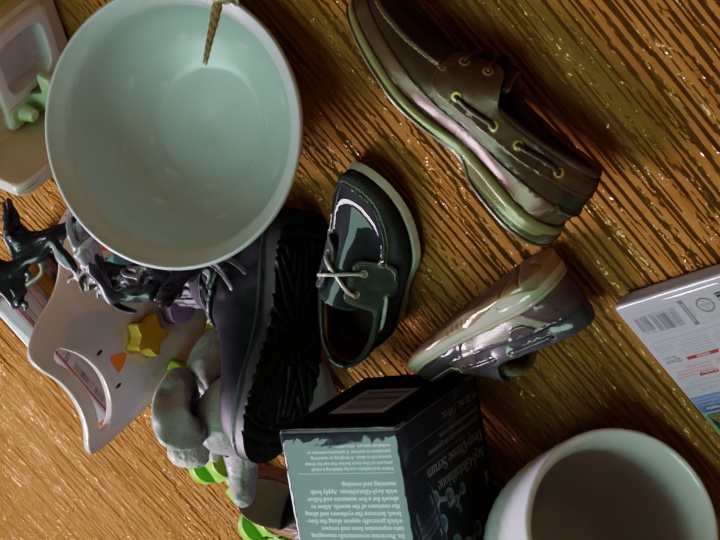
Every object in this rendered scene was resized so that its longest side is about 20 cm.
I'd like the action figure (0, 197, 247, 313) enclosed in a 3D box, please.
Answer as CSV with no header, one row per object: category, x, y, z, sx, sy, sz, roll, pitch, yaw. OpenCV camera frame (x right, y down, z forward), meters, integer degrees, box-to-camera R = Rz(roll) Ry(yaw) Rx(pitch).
action figure,-0.191,-0.022,1.328,0.198,0.119,0.103,-1,118,14

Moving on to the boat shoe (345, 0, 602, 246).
boat shoe,0.073,-0.109,1.090,0.200,0.072,0.068,49,118,6

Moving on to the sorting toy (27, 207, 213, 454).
sorting toy,-0.214,0.060,1.529,0.106,0.180,0.201,2,132,37

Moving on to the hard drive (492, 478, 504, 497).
hard drive,0.132,0.245,1.504,0.199,0.033,0.140,34,150,17

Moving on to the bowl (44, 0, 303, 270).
bowl,-0.122,-0.106,1.261,0.199,0.090,0.203,2,97,16

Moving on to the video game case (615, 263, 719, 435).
video game case,0.272,0.080,1.129,0.200,0.018,0.143,50,150,-10

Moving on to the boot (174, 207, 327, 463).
boot,-0.107,0.040,1.404,0.157,0.213,0.079,8,176,41

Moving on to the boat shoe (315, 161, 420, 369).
boat shoe,0.000,0.000,1.315,0.072,0.068,0.201,32,148,22

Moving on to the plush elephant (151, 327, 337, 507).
plush elephant,-0.101,0.123,1.488,0.163,0.155,0.201,-2,124,2

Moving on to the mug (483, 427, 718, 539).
mug,0.190,0.213,1.301,0.198,0.149,0.175,14,161,-9

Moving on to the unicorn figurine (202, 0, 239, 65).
unicorn figurine,-0.115,-0.257,1.127,0.201,0.074,0.137,57,161,4

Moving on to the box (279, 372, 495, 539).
box,0.031,0.197,1.353,0.106,0.148,0.202,-4,101,28

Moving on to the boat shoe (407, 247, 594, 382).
boat shoe,0.099,0.049,1.251,0.065,0.072,0.200,49,145,0

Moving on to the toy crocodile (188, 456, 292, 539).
toy crocodile,-0.115,0.215,1.755,0.200,0.062,0.067,50,151,-3

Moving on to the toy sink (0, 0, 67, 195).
toy sink,-0.315,-0.169,1.420,0.199,0.130,0.113,25,146,31

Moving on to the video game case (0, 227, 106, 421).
video game case,-0.273,0.048,1.631,0.143,0.017,0.200,52,-167,-15

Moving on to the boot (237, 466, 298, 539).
boot,-0.017,0.232,1.605,0.199,0.074,0.155,27,180,6
